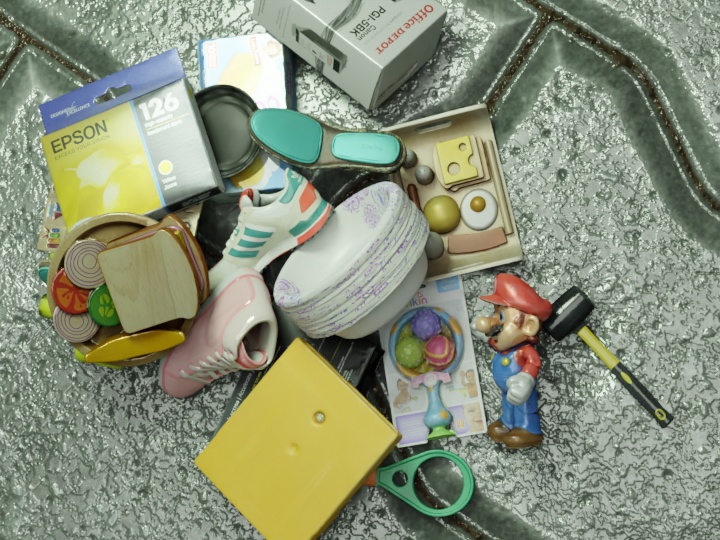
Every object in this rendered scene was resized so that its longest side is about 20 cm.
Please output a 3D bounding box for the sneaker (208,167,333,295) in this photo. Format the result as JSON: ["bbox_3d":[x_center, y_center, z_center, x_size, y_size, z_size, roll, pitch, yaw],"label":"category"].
[{"bbox_3d":[-0.132,-0.051,1.739,0.199,0.071,0.094,-33,109,20],"label":"sneaker"}]

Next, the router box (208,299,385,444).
[{"bbox_3d":[-0.078,0.156,1.732,0.148,0.051,0.202,24,86,20],"label":"router box"}]

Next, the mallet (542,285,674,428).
[{"bbox_3d":[0.307,0.102,1.697,0.199,0.041,0.066,40,93,8],"label":"mallet"}]

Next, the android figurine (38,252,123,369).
[{"bbox_3d":[-0.309,0.032,1.801,0.197,0.041,0.185,8,84,11],"label":"android figurine"}]

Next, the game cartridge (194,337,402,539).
[{"bbox_3d":[-0.075,0.212,1.676,0.176,0.032,0.201,42,95,19],"label":"game cartridge"}]

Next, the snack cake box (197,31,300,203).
[{"bbox_3d":[-0.140,-0.193,1.791,0.113,0.067,0.203,-6,82,9],"label":"snack cake box"}]

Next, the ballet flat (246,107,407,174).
[{"bbox_3d":[-0.041,-0.148,1.722,0.197,0.075,0.069,11,76,1],"label":"ballet flat"}]

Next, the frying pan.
[{"bbox_3d":[-0.200,-0.147,1.745,0.189,0.031,0.115,-39,78,9],"label":"frying pan"}]

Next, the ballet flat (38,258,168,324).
[{"bbox_3d":[-0.304,0.016,1.759,0.198,0.071,0.066,22,59,11],"label":"ballet flat"}]

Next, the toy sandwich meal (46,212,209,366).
[{"bbox_3d":[-0.276,0.026,1.664,0.202,0.070,0.209,0,101,-1],"label":"toy sandwich meal"}]

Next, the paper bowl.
[{"bbox_3d":[0.000,0.000,1.672,0.200,0.201,0.105,-42,109,2],"label":"paper bowl"}]

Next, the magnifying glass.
[{"bbox_3d":[0.041,0.254,1.727,0.197,0.022,0.081,5,83,8],"label":"magnifying glass"}]

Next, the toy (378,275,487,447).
[{"bbox_3d":[0.082,0.106,1.724,0.113,0.047,0.203,-10,81,6],"label":"toy"}]

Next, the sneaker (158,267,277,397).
[{"bbox_3d":[-0.171,0.102,1.716,0.201,0.075,0.105,-51,46,20],"label":"sneaker"}]

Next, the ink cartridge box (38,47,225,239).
[{"bbox_3d":[-0.287,-0.153,1.723,0.195,0.047,0.203,-22,78,5],"label":"ink cartridge box"}]

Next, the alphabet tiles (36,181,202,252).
[{"bbox_3d":[-0.295,-0.060,1.731,0.197,0.006,0.169,8,79,10],"label":"alphabet tiles"}]

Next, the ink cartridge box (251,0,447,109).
[{"bbox_3d":[-0.013,-0.317,1.748,0.199,0.083,0.147,38,57,11],"label":"ink cartridge box"}]

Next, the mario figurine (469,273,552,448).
[{"bbox_3d":[0.166,0.105,1.675,0.122,0.105,0.203,1,93,38],"label":"mario figurine"}]

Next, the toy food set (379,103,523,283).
[{"bbox_3d":[0.110,-0.093,1.740,0.141,0.060,0.203,-14,81,8],"label":"toy food set"}]
